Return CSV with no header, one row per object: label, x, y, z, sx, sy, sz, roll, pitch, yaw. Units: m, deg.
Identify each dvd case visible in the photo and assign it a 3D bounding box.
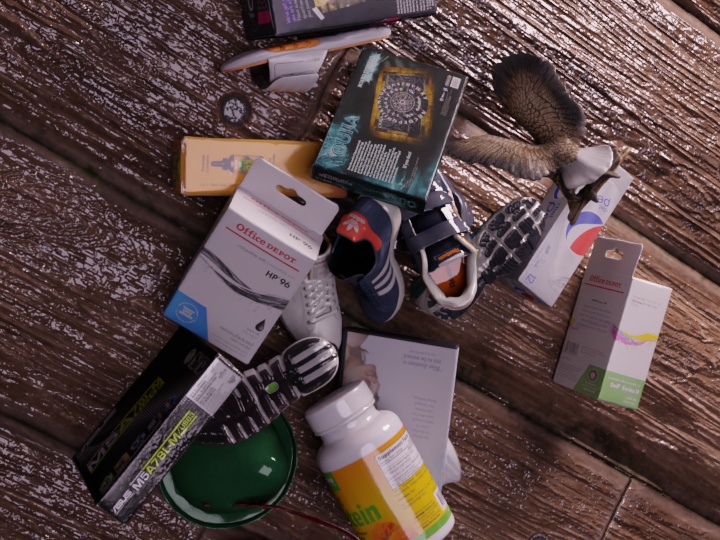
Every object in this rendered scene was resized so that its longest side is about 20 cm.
dvd case,0.038,0.175,1.505,0.141,0.018,0.202,8,103,11

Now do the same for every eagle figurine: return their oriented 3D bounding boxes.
eagle figurine,0.211,-0.152,1.506,0.200,0.152,0.151,41,124,-3

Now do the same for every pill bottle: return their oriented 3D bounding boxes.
pill bottle,0.017,0.235,1.454,0.111,0.111,0.201,-30,93,-15

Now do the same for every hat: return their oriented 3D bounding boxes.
hat,-0.118,0.236,1.417,0.198,0.176,0.167,-6,99,-20

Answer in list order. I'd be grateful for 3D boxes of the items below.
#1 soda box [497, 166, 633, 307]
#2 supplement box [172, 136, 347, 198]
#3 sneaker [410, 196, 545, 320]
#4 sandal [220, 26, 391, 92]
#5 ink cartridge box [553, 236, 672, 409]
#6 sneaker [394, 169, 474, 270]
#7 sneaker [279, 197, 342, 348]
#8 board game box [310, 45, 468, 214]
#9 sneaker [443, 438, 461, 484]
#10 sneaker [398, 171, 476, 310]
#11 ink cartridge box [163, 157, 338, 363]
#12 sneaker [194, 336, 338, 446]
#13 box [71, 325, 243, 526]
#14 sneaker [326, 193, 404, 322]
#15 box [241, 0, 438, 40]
soda box,0.259,-0.056,1.585,0.063,0.068,0.201,36,83,-21
supplement box,-0.116,-0.119,1.437,0.198,0.069,0.067,0,96,-22
sneaker,0.142,-0.025,1.537,0.200,0.080,0.078,-39,118,-8
sandal,-0.057,-0.237,1.432,0.205,0.079,0.060,-14,103,-14
ink cartridge box,0.328,0.065,1.598,0.067,0.117,0.202,16,91,-22
sneaker,0.041,-0.090,1.493,0.114,0.075,0.200,-48,109,-9
sneaker,-0.061,0.013,1.461,0.072,0.084,0.202,-26,106,-25
board game box,0.036,-0.166,1.428,0.134,0.028,0.201,18,55,4
sneaker,0.061,0.185,1.539,0.080,0.070,0.202,-21,102,-9
sneaker,0.085,-0.048,1.434,0.078,0.079,0.201,-26,101,-2
ink cartridge box,-0.121,-0.010,1.389,0.115,0.068,0.201,30,114,-9
sneaker,-0.106,0.138,1.445,0.199,0.115,0.076,-26,89,9
box,-0.225,0.162,1.361,0.047,0.193,0.200,42,82,-22
sneaker,0.000,0.000,1.448,0.084,0.075,0.201,-44,146,-31
box,-0.029,-0.327,1.413,0.198,0.122,0.107,-11,101,-19
